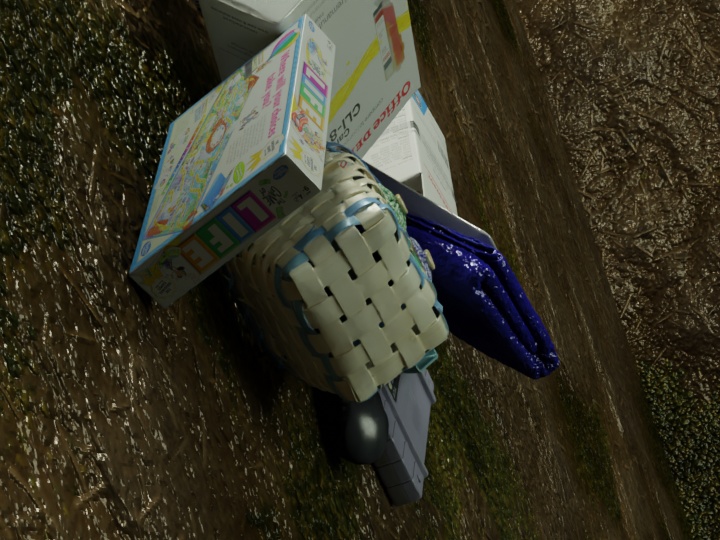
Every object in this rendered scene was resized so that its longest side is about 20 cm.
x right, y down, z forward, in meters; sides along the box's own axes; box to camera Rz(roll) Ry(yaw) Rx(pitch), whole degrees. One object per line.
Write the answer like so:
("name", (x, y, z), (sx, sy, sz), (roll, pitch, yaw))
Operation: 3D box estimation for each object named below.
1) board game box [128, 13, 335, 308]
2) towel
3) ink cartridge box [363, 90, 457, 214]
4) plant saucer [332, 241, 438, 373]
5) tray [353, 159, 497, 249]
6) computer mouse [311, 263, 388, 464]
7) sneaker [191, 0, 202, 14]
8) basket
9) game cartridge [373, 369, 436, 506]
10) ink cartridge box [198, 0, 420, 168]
("board game box", (-0.080, -0.076, 1.109), (0.034, 0.134, 0.201), (44, 24, -23))
("towel", (0.063, 0.002, 1.340), (0.199, 0.050, 0.148), (31, -13, 44))
("ink cartridge box", (0.049, -0.092, 1.741), (0.201, 0.067, 0.116), (-96, 160, -43))
("plant saucer", (0.000, 0.000, 1.454), (0.201, 0.019, 0.070), (57, 19, 2))
("tray", (0.042, -0.038, 1.414), (0.199, 0.022, 0.108), (33, -14, 34))
("computer mouse", (-0.010, 0.063, 1.347), (0.058, 0.034, 0.202), (14, 49, -33))
("sneaker", (-0.092, -0.245, 1.318), (0.114, 0.075, 0.200), (21, -21, 43))
("basket", (-0.029, -0.003, 1.232), (0.200, 0.139, 0.177), (32, -25, 54))
("game cartridge", (0.025, 0.098, 1.475), (0.200, 0.038, 0.131), (-77, 149, -65))
("ink cartridge box", (-0.033, -0.174, 1.289), (0.145, 0.083, 0.201), (-51, 151, -25))
